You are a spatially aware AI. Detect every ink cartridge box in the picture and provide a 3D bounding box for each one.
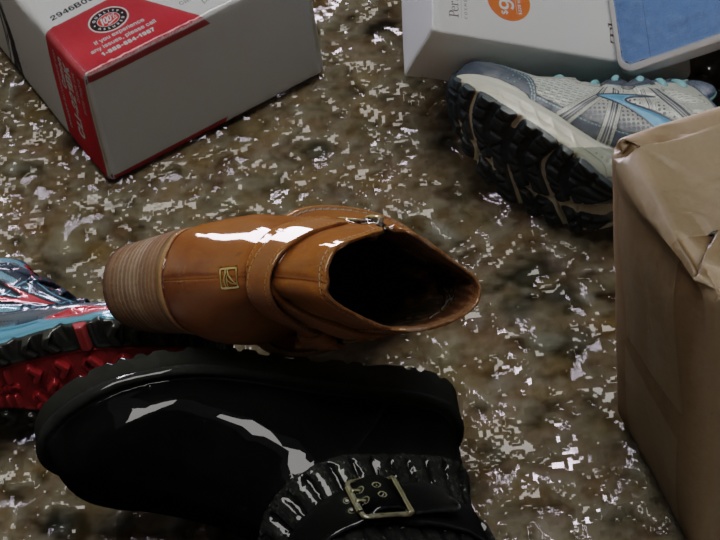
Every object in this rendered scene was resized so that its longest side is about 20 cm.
[{"bbox_3d":[-0.136,-0.166,1.203,0.144,0.084,0.200,-29,50,-18],"label":"ink cartridge box"}]

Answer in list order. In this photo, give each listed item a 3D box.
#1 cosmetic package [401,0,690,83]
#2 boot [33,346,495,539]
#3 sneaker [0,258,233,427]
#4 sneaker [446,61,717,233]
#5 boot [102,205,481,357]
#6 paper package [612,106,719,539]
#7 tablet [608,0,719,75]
[{"bbox_3d":[0.097,-0.192,1.156,0.150,0.052,0.201,6,62,-15],"label":"cosmetic package"},{"bbox_3d":[-0.035,0.115,0.918,0.210,0.080,0.158,0,46,-11],"label":"boot"},{"bbox_3d":[-0.161,0.025,1.036,0.199,0.080,0.096,-3,45,4],"label":"sneaker"},{"bbox_3d":[0.140,-0.064,1.084,0.199,0.078,0.086,26,61,15],"label":"sneaker"},{"bbox_3d":[0.000,0.000,0.963,0.199,0.077,0.155,5,-6,-44],"label":"boot"},{"bbox_3d":[0.213,0.015,0.918,0.190,0.201,0.104,-18,48,-9],"label":"paper package"},{"bbox_3d":[0.184,-0.208,1.106,0.130,0.014,0.201,-17,63,26],"label":"tablet"}]
